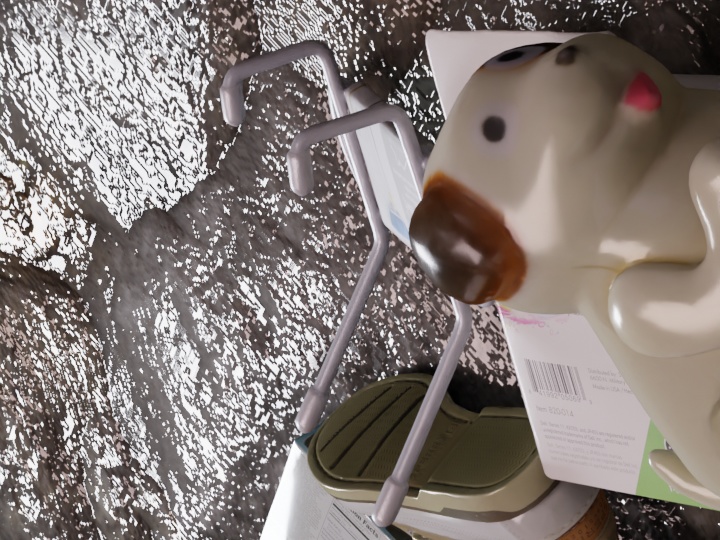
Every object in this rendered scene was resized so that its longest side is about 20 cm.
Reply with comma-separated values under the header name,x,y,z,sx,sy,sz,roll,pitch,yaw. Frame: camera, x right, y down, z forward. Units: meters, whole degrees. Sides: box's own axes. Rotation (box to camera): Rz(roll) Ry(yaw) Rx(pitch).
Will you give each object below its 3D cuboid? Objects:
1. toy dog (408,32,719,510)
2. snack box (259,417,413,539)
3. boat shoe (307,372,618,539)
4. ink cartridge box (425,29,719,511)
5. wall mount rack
name,x,y,z,sx,sy,sz,roll,pitch,yaw
toy dog,0.118,-0.009,1.046,0.200,0.140,0.194,34,152,-5
snack box,0.033,0.174,1.431,0.200,0.037,0.116,45,142,21
boat shoe,0.042,0.097,1.326,0.068,0.075,0.200,49,165,-22
ink cartridge box,0.107,-0.013,1.170,0.117,0.067,0.200,7,121,49
wall mount rack,0.000,0.000,1.251,0.200,0.074,0.174,-133,25,-66
